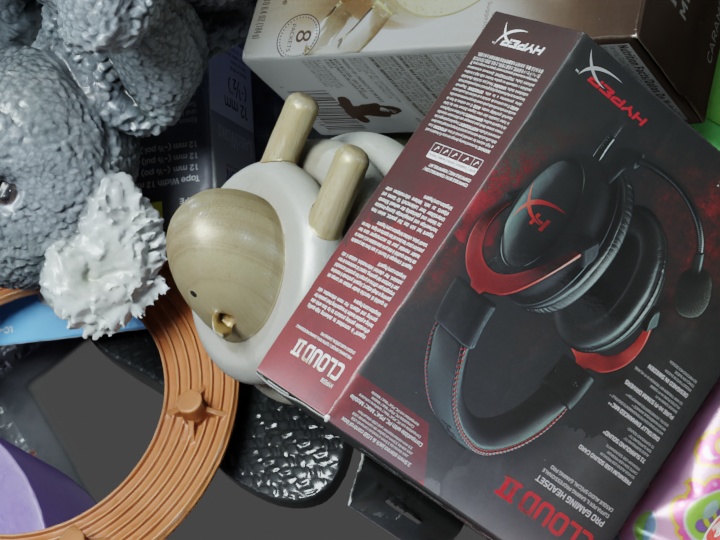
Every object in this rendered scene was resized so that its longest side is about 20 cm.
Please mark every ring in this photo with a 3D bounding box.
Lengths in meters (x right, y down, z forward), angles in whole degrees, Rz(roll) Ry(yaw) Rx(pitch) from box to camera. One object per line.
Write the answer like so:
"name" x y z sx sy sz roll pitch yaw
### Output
"ring" -0.154 0.062 1.014 0.199 0.019 0.202 -7 57 11

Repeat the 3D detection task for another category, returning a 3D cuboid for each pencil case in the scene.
"pencil case" 0.167 0.058 0.931 0.087 0.087 0.201 28 83 29

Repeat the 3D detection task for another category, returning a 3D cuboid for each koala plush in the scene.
"koala plush" -0.139 -0.080 1.003 0.177 0.183 0.201 20 99 31

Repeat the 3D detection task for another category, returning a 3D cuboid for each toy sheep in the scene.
"toy sheep" 0.000 0.000 0.958 0.138 0.199 0.139 -20 65 51

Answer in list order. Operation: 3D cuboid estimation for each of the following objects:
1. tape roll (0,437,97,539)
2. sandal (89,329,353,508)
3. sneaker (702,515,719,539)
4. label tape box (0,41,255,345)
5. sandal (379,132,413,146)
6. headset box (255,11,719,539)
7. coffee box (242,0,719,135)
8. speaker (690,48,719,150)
"tape roll" -0.217 0.173 1.048 0.199 0.085 0.201 -9 66 20
"sandal" -0.062 0.054 1.058 0.075 0.045 0.200 -47 45 -8
"sneaker" 0.206 0.151 0.832 0.108 0.201 0.067 -45 19 1
"label tape box" -0.130 -0.062 1.110 0.142 0.066 0.201 -7 80 18
"sandal" 0.070 -0.086 1.027 0.201 0.057 0.080 -43 99 1
"headset box" 0.066 0.022 0.876 0.201 0.148 0.075 -55 28 -4
"coffee box" 0.060 -0.129 0.968 0.199 0.080 0.115 0 65 32
"speaker" 0.174 -0.118 0.997 0.088 0.088 0.201 21 79 28
